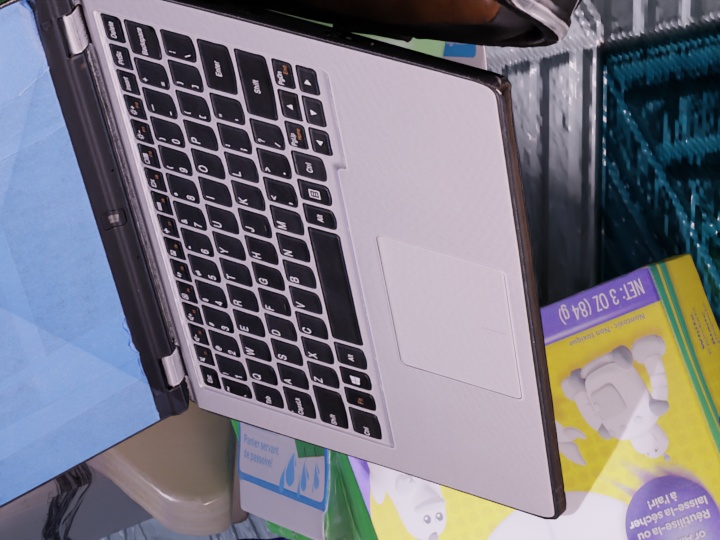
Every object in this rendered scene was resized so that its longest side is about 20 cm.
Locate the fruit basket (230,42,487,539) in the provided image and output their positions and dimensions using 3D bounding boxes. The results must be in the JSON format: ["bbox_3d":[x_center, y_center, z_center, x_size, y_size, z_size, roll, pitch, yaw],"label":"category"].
[{"bbox_3d":[0.000,0.000,1.001,0.185,0.093,0.201,14,116,64],"label":"fruit basket"}]

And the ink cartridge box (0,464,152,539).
[{"bbox_3d":[-0.170,0.055,1.290,0.146,0.199,0.084,62,158,21],"label":"ink cartridge box"}]

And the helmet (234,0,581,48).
[{"bbox_3d":[0.002,-0.164,0.740,0.200,0.199,0.192,7,85,65],"label":"helmet"}]

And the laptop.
[{"bbox_3d":[-0.063,0.025,0.800,0.199,0.116,0.188,16,146,22],"label":"laptop"}]

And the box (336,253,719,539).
[{"bbox_3d":[0.077,0.109,0.883,0.117,0.048,0.201,-23,87,24],"label":"box"}]

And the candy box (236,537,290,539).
[{"bbox_3d":[-0.080,0.226,1.159,0.201,0.168,0.077,72,161,0],"label":"candy box"}]

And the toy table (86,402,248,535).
[{"bbox_3d":[-0.103,0.031,1.128,0.184,0.116,0.201,87,-177,-54],"label":"toy table"}]

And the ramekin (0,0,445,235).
[{"bbox_3d":[-0.050,-0.096,0.924,0.200,0.097,0.201,-179,90,-65],"label":"ramekin"}]
